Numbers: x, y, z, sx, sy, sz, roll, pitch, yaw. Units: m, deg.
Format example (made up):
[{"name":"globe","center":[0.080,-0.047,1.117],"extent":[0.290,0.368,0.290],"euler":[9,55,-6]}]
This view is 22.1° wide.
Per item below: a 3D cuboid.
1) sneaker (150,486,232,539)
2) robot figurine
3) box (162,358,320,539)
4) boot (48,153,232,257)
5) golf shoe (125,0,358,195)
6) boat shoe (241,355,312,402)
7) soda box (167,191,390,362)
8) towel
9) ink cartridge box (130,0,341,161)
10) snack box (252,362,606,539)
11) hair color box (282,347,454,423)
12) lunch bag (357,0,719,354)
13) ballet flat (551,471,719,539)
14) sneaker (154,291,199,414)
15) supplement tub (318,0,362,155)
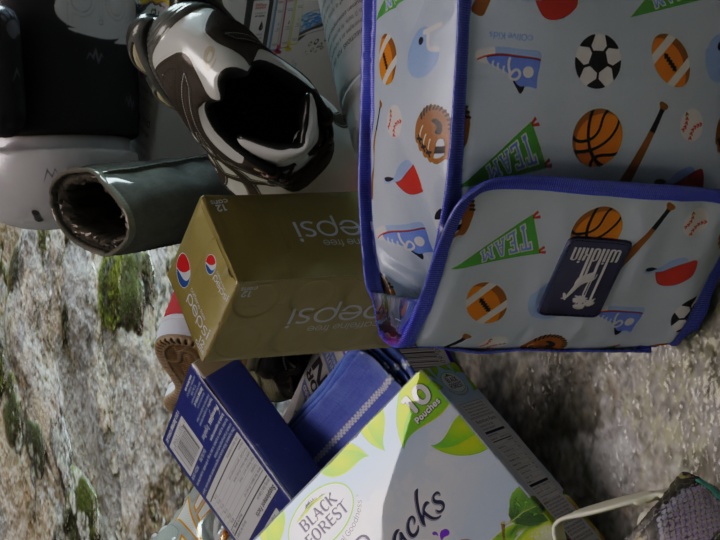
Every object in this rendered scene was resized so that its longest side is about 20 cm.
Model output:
[{"name":"sneaker","center":[-0.115,0.183,1.272],"extent":[0.200,0.091,0.076],"euler":[-94,-11,-58]},{"name":"robot figurine","center":[-0.207,-0.127,1.193],"extent":[0.124,0.150,0.202],"euler":[-2,90,47]},{"name":"box","center":[-0.046,0.153,1.124],"extent":[0.200,0.032,0.121],"euler":[54,152,15]},{"name":"boot","center":[-0.063,-0.047,1.127],"extent":[0.181,0.199,0.073],"euler":[2,94,48]},{"name":"golf shoe","center":[-0.047,-0.069,1.004],"extent":[0.078,0.200,0.094],"euler":[-48,45,3]},{"name":"boat shoe","center":[-0.049,0.041,1.214],"extent":[0.200,0.064,0.074],"euler":[107,166,-74]},{"name":"soda box","center":[0.000,0.000,1.022],"extent":[0.064,0.199,0.068],"euler":[64,143,34]},{"name":"towel","center":[0.029,0.150,1.071],"extent":[0.201,0.024,0.145],"euler":[56,138,14]},{"name":"ink cartridge box","center":[-0.089,-0.182,1.259],"extent":[0.147,0.144,0.201],"euler":[42,127,55]},{"name":"snack box","center":[0.022,0.168,1.008],"extent":[0.200,0.053,0.142],"euler":[-47,73,21]},{"name":"hair color box","center":[-0.002,0.120,1.180],"extent":[0.110,0.064,0.201],"euler":[65,145,38]},{"name":"lunch bag","center":[0.092,-0.060,0.881],"extent":[0.124,0.169,0.202],"euler":[-166,79,-64]},{"name":"ballet flat","center":[0.102,0.160,0.907],"extent":[0.200,0.072,0.072],"euler":[-38,53,25]},{"name":"sneaker","center":[-0.104,0.043,1.360],"extent":[0.200,0.071,0.113],"euler":[91,-169,-65]},{"name":"supplement tub","center":[0.037,-0.170,1.027],"extent":[0.132,0.131,0.201],"euler":[-43,52,55]}]
